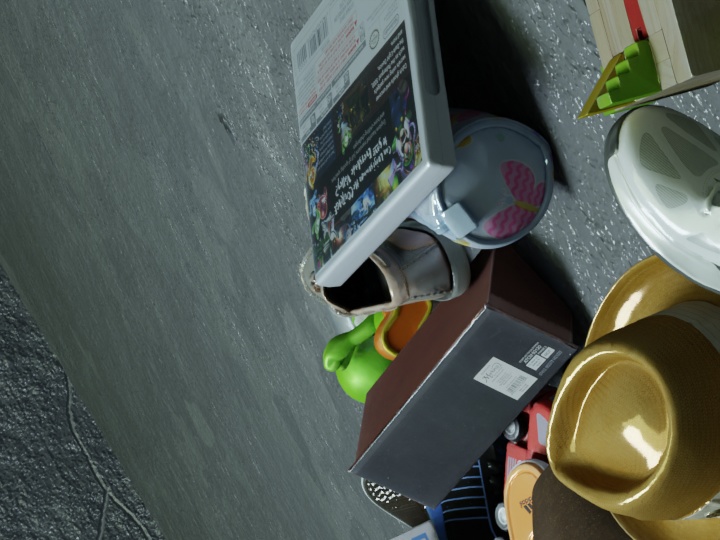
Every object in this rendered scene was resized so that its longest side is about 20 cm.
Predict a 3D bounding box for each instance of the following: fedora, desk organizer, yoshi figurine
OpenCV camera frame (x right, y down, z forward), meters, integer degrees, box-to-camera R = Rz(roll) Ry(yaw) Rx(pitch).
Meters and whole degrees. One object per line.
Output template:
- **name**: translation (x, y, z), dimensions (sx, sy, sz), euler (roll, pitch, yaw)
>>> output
- **fedora**: translation (0.164, 0.085, 1.269), dimensions (0.200, 0.082, 0.201), euler (19, 112, 55)
- **desk organizer**: translation (0.071, 0.071, 1.560), dimensions (0.200, 0.072, 0.077), euler (-53, 19, 41)
- **yoshi figurine**: translation (0.032, 0.060, 1.717), dimensions (0.113, 0.112, 0.200), euler (57, 168, -6)

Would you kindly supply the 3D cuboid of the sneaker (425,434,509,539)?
- **sneaker**: translation (0.097, 0.174, 1.708), dimensions (0.078, 0.070, 0.200), euler (-55, 44, 27)

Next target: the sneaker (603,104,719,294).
- **sneaker**: translation (0.212, -0.024, 1.072), dimensions (0.200, 0.076, 0.115), euler (44, 152, 6)

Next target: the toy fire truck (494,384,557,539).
- **toy fire truck**: translation (0.152, 0.188, 1.533), dimensions (0.141, 0.049, 0.201), euler (17, 106, 54)

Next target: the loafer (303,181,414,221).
- **loafer**: translation (-0.005, -0.049, 1.698), dimensions (0.068, 0.076, 0.200), euler (58, 166, -9)

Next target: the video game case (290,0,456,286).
- **video game case**: translation (0.005, -0.109, 1.448), dimensions (0.200, 0.023, 0.182), euler (135, 133, -59)

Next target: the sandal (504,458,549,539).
- **sandal**: translation (0.118, 0.227, 1.489), dimensions (0.079, 0.059, 0.207), euler (-39, 61, 48)

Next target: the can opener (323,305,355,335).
- **can opener**: translation (0.038, 0.090, 1.875), dimensions (0.067, 0.053, 0.200), euler (-16, 103, 41)

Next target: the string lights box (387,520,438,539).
- **string lights box**: translation (0.044, 0.259, 1.726), dimensions (0.200, 0.059, 0.103), euler (98, 148, -77)

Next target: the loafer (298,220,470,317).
- **loafer**: translation (0.000, 0.000, 1.569), dimensions (0.200, 0.063, 0.072), euler (-4, 107, 61)

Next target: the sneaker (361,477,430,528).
- **sneaker**: translation (0.095, 0.196, 1.819), dimensions (0.200, 0.085, 0.073), euler (42, 125, -10)

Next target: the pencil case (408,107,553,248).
- **pencil case**: translation (0.049, -0.066, 1.471), dimensions (0.083, 0.091, 0.200), euler (67, 163, -16)

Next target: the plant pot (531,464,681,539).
- **plant pot**: translation (0.186, 0.206, 1.394), dimensions (0.187, 0.186, 0.200), euler (85, 166, -55)

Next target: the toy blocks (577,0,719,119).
- **toy blocks**: translation (0.142, -0.154, 1.057), dimensions (0.200, 0.100, 0.137), euler (168, 86, -83)
